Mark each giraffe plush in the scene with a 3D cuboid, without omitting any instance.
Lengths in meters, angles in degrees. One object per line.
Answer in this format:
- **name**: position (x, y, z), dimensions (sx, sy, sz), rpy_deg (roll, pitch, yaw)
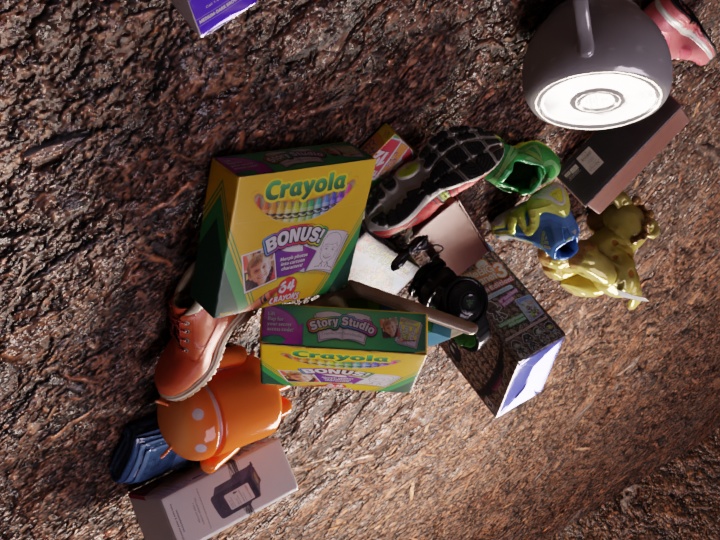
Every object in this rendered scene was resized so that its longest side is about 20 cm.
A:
- **giraffe plush**: position (0.411, -0.047, 1.969), dimensions (0.164, 0.198, 0.173), rpy_deg (-65, 153, -13)

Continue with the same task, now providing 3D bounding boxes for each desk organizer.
- **desk organizer**: position (0.110, -0.060, 1.628), dimensions (0.077, 0.072, 0.200), rpy_deg (-38, 153, 3)
- **desk organizer**: position (0.396, -0.185, 1.789), dimensions (0.200, 0.072, 0.077), rpy_deg (-47, 154, 13)

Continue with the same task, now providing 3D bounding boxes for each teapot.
- **teapot**: position (0.287, -0.274, 1.457), dimensions (0.195, 0.148, 0.200), rpy_deg (9, 161, -25)

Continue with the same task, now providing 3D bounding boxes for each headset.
- **headset**: position (0.103, 0.036, 1.583), dimensions (0.094, 0.123, 0.201), rpy_deg (-38, 129, -17)

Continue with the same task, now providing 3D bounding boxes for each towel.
- **towel**: position (-0.245, 0.236, 1.645), dimensions (0.198, 0.049, 0.112), rpy_deg (-14, 145, -42)

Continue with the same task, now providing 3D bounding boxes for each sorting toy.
- **sorting toy**: position (0.030, 0.069, 1.546), dimensions (0.183, 0.037, 0.200), rpy_deg (19, 163, -21)

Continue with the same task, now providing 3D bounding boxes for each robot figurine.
- **robot figurine**: position (-0.182, 0.182, 1.566), dimensions (0.198, 0.117, 0.144), rpy_deg (-15, 155, -39)

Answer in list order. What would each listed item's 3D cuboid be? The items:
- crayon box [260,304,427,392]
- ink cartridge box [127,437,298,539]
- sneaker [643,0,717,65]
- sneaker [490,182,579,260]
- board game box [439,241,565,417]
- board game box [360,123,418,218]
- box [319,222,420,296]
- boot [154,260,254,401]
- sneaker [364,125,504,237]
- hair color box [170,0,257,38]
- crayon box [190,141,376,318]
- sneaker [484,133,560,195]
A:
- **crayon box**: position (-0.025, 0.099, 1.474), dimensions (0.197, 0.059, 0.173), rpy_deg (3, 160, -3)
- **ink cartridge box**: position (-0.211, 0.316, 1.704), dimensions (0.198, 0.085, 0.144), rpy_deg (-23, -174, -30)
- **sneaker**: position (0.429, -0.326, 1.658), dimensions (0.086, 0.074, 0.199), rpy_deg (-35, 153, 22)
- **sneaker**: position (0.257, -0.052, 1.734), dimensions (0.075, 0.106, 0.200), rpy_deg (-27, 175, -17)
- **board game box**: position (0.202, 0.091, 1.831), dimensions (0.096, 0.201, 0.160), rpy_deg (-24, 149, -24)
- **board game box**: position (-0.016, -0.089, 1.473), dimensions (0.200, 0.030, 0.095), rpy_deg (-42, 153, 9)
- **box**: position (0.000, 0.000, 1.617), dimensions (0.110, 0.035, 0.200), rpy_deg (-45, 153, 8)
- **boot**: position (-0.205, 0.068, 1.424), dimensions (0.107, 0.075, 0.201), rpy_deg (15, 112, -55)
- **sneaker**: position (0.088, -0.110, 1.489), dimensions (0.198, 0.078, 0.085), rpy_deg (-31, 164, -7)
- **hair color box**: position (-0.148, -0.287, 0.906), dimensions (0.064, 0.110, 0.201), rpy_deg (-35, 153, -9)
- **crayon box**: position (-0.087, -0.049, 1.354), dimensions (0.198, 0.058, 0.175), rpy_deg (-13, 128, -41)
- **sneaker**: position (0.221, -0.135, 1.642), dimensions (0.199, 0.084, 0.074), rpy_deg (-1, 134, -52)
